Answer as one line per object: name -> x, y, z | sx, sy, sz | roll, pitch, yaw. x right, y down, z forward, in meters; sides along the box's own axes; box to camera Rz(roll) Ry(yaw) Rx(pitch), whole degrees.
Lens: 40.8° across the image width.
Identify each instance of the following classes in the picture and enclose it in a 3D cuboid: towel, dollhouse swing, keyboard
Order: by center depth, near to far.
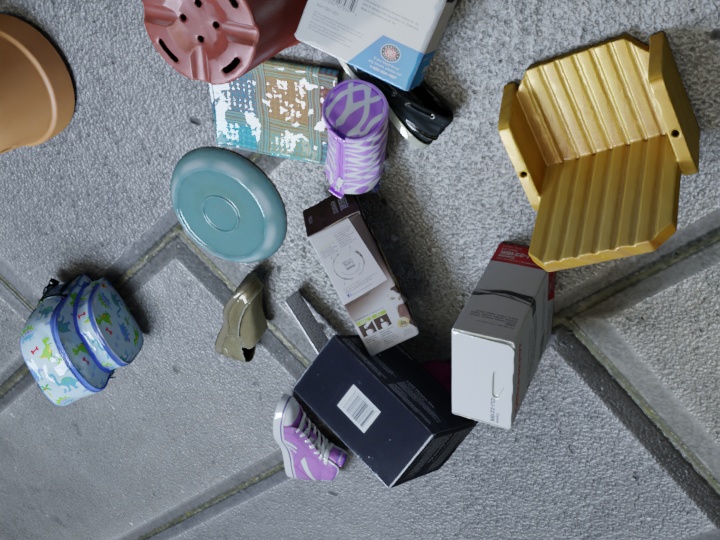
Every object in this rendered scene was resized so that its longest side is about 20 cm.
dollhouse swing -> 0.252, -0.129, 1.078 | 0.199, 0.176, 0.182 | -12, 118, 36
towel -> -0.117, -0.219, 1.316 | 0.199, 0.022, 0.147 | 13, 130, 20
keyboard -> -0.054, 0.123, 1.490 | 0.011, 0.056, 0.200 | -31, 94, 17

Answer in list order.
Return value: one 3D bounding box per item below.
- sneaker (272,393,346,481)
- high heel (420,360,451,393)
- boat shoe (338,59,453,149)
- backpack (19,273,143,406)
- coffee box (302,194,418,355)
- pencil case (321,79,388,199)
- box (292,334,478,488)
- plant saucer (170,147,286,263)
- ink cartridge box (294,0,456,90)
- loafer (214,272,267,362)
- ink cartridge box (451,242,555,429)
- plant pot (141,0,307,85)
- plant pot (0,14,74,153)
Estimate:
sneaker -> -0.079, 0.287, 1.651 | 0.114, 0.073, 0.201 | 7, 137, 19
high heel -> 0.074, 0.202, 1.478 | 0.200, 0.096, 0.067 | -31, 106, 41
boat shoe -> 0.040, -0.240, 1.179 | 0.066, 0.075, 0.200 | -30, 105, 36
backpack -> -0.472, 0.115, 1.640 | 0.146, 0.200, 0.184 | -20, 113, 16
coffee box -> 0.000, 0.000, 1.342 | 0.080, 0.113, 0.201 | -26, 113, 4
pencil case -> -0.010, -0.160, 1.206 | 0.084, 0.086, 0.200 | 40, 166, 12
box -> 0.039, 0.192, 1.374 | 0.200, 0.182, 0.104 | 43, 107, 22
plant saucer -> -0.205, -0.090, 1.458 | 0.199, 0.027, 0.201 | 14, 130, 18
ink cartridge box -> 0.036, -0.323, 1.071 | 0.145, 0.084, 0.201 | 27, 112, 8
loafer -> -0.180, 0.078, 1.543 | 0.067, 0.076, 0.200 | 30, 143, 4
ink cartridge box -> 0.187, 0.081, 1.255 | 0.083, 0.200, 0.145 | 11, 128, 20
plant pot -> -0.142, -0.325, 1.130 | 0.200, 0.195, 0.201 | 14, 129, 18
plant pot -> -0.547, -0.257, 1.431 | 0.199, 0.140, 0.201 | 15, 131, 18
